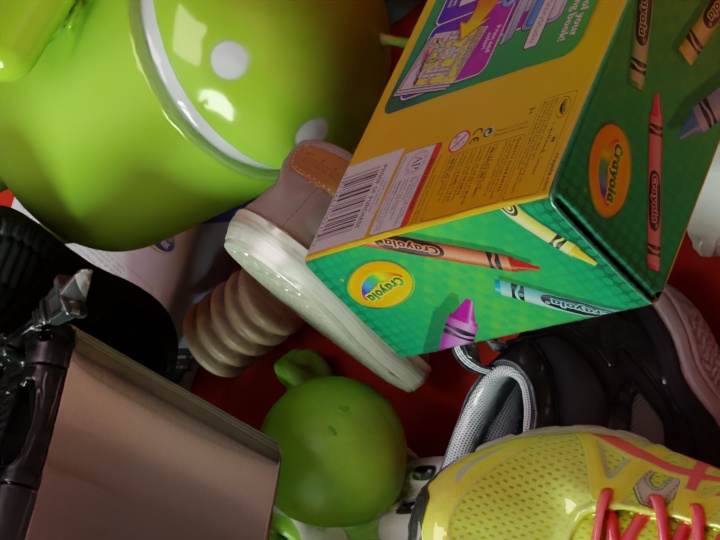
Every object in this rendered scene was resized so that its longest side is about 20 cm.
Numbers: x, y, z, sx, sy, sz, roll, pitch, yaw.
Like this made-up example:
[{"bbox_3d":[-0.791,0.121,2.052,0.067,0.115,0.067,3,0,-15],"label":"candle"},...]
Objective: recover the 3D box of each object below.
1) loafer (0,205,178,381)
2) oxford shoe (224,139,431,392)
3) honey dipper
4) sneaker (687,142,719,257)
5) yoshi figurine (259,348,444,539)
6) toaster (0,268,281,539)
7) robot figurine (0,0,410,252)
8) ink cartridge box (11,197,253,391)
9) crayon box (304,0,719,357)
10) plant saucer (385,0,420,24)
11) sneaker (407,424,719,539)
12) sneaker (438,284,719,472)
[{"bbox_3d":[-0.138,0.016,1.029,0.071,0.200,0.073,27,75,29],"label":"loafer"},{"bbox_3d":[0.000,0.000,0.948,0.075,0.200,0.058,32,83,16],"label":"oxford shoe"},{"bbox_3d":[-0.001,-0.017,1.033,0.200,0.038,0.038,-38,66,37],"label":"honey dipper"},{"bbox_3d":[0.153,0.011,0.852,0.200,0.074,0.116,17,101,42],"label":"sneaker"},{"bbox_3d":[-0.039,0.086,1.029,0.200,0.112,0.113,-10,79,42],"label":"yoshi figurine"},{"bbox_3d":[-0.131,0.125,0.931,0.200,0.118,0.181,-25,45,50],"label":"toaster"},{"bbox_3d":[-0.072,-0.078,0.987,0.200,0.175,0.116,-22,44,39],"label":"robot figurine"},{"bbox_3d":[-0.110,-0.015,1.137,0.119,0.042,0.200,38,121,35],"label":"ink cartridge box"},{"bbox_3d":[0.072,-0.073,0.856,0.119,0.058,0.200,-14,42,47],"label":"crayon box"},{"bbox_3d":[-0.023,-0.195,1.048,0.200,0.027,0.201,4,96,46],"label":"plant saucer"},{"bbox_3d":[0.115,0.095,0.804,0.090,0.199,0.078,169,110,-79],"label":"sneaker"},{"bbox_3d":[0.090,0.104,0.886,0.075,0.114,0.201,-34,68,52],"label":"sneaker"}]
